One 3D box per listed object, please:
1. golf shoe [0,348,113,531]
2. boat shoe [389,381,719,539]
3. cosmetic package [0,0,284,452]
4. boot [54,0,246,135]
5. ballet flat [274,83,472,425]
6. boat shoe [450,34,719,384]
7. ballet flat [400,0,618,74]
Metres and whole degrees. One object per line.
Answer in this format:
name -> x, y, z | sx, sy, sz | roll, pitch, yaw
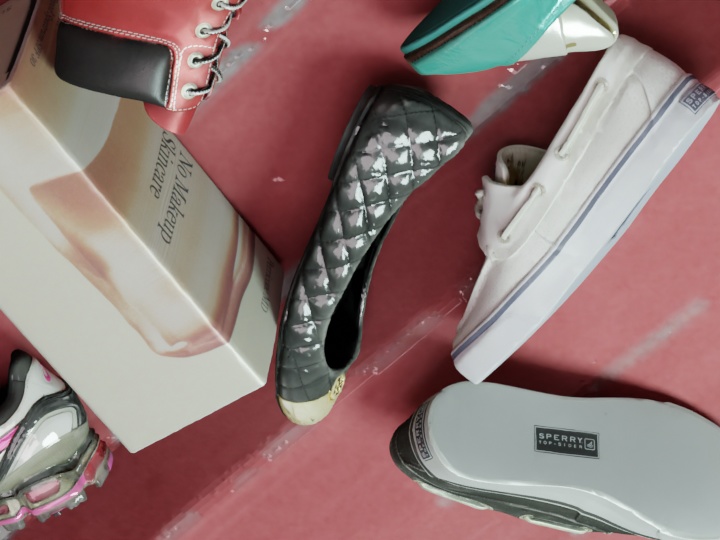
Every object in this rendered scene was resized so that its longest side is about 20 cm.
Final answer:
golf shoe -> -0.236, 0.108, 1.238 | 0.200, 0.073, 0.092 | -26, 112, 8
boat shoe -> 0.113, 0.101, 1.221 | 0.199, 0.071, 0.064 | 15, 158, -17
cosmetic package -> -0.130, -0.024, 1.117 | 0.087, 0.104, 0.200 | -27, 121, 21
boot -> -0.042, -0.133, 1.029 | 0.199, 0.072, 0.145 | 0, 104, 12
ballet flat -> 0.000, 0.000, 1.145 | 0.057, 0.066, 0.200 | 23, 123, 7
boat shoe -> 0.091, -0.031, 1.130 | 0.070, 0.071, 0.200 | 41, 126, 8
ballet flat -> 0.104, -0.139, 1.042 | 0.070, 0.067, 0.200 | 40, 117, -13
